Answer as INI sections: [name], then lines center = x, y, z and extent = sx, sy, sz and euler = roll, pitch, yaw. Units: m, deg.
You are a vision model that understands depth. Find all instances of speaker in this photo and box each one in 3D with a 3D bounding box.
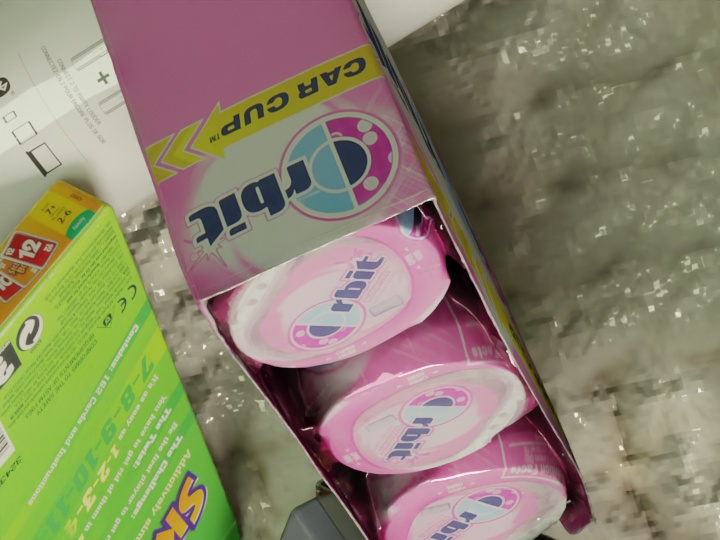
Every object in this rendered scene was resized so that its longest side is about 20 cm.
[speaker]
center = -0.038, -0.083, 0.764
extent = 0.199, 0.081, 0.082
euler = -31, 97, 12

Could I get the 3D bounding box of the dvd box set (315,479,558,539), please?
[dvd box set]
center = 0.044, 0.175, 0.834
extent = 0.146, 0.029, 0.202
euler = 20, 121, 52

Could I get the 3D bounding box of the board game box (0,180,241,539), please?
[board game box]
center = -0.089, 0.068, 0.801
extent = 0.030, 0.096, 0.201
euler = 25, 153, 28

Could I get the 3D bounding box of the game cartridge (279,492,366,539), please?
[game cartridge]
center = 0.022, 0.181, 0.812
extent = 0.200, 0.038, 0.130
euler = 54, 147, 30

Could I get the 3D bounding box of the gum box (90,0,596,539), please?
[gum box]
center = 0.000, 0.000, 0.727
extent = 0.066, 0.200, 0.114
euler = -25, 56, 4
